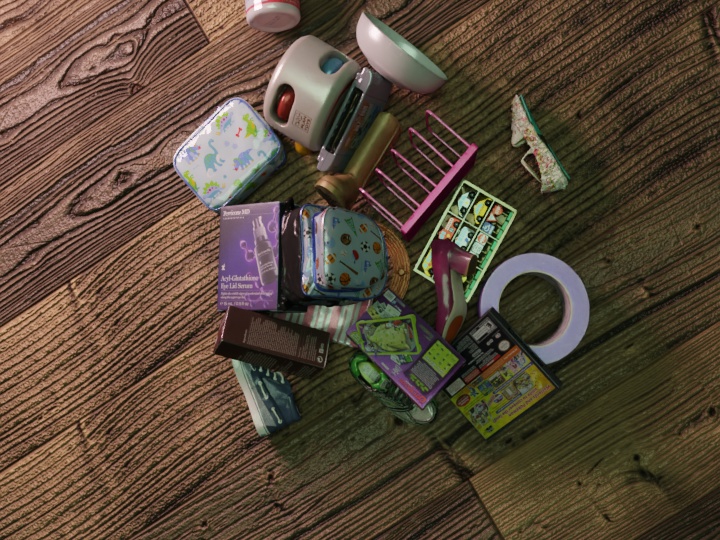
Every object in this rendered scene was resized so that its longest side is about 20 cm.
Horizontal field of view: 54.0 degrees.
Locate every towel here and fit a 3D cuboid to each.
[{"bbox_3d":[-0.076,0.057,1.362,0.196,0.030,0.149,12,90,10],"label":"towel"}]

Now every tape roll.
[{"bbox_3d":[0.318,0.072,1.312,0.196,0.085,0.205,0,87,5],"label":"tape roll"}]

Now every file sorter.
[{"bbox_3d":[0.107,-0.176,1.320,0.125,0.139,0.201,41,91,8],"label":"file sorter"}]

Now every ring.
[{"bbox_3d":[0.000,0.000,1.380,0.196,0.019,0.205,0,86,6],"label":"ring"}]

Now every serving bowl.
[{"bbox_3d":[0.066,-0.393,1.319,0.200,0.200,0.066,42,111,6],"label":"serving bowl"}]

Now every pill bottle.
[{"bbox_3d":[-0.178,-0.585,1.387,0.106,0.109,0.204,-6,87,5],"label":"pill bottle"}]

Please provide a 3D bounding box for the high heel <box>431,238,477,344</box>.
[{"bbox_3d":[0.154,0.045,1.329,0.095,0.067,0.204,26,105,36],"label":"high heel"}]

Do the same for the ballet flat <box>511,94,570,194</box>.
[{"bbox_3d":[0.325,-0.235,1.338,0.063,0.075,0.203,-30,81,19],"label":"ballet flat"}]

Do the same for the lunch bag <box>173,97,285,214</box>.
[{"bbox_3d":[-0.257,-0.226,1.386,0.200,0.082,0.161,-43,85,2],"label":"lunch bag"}]

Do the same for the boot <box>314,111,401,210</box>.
[{"bbox_3d":[-0.001,-0.209,1.309,0.066,0.175,0.202,33,87,6],"label":"boot"}]

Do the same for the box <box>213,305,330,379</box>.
[{"bbox_3d":[-0.165,0.136,1.310,0.196,0.100,0.076,16,65,-16],"label":"box"}]

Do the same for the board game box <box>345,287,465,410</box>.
[{"bbox_3d":[0.082,0.142,1.292,0.120,0.032,0.200,-42,71,-14],"label":"board game box"}]

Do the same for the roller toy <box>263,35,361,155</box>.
[{"bbox_3d":[-0.085,-0.325,1.325,0.138,0.182,0.202,31,89,6],"label":"roller toy"}]

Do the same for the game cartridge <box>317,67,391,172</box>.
[{"bbox_3d":[-0.008,-0.277,1.331,0.041,0.133,0.202,33,107,18],"label":"game cartridge"}]

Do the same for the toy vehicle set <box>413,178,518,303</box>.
[{"bbox_3d":[0.201,-0.056,1.359,0.123,0.027,0.202,29,90,6],"label":"toy vehicle set"}]

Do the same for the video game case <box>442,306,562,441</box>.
[{"bbox_3d":[0.236,0.193,1.287,0.181,0.025,0.200,47,127,7],"label":"video game case"}]

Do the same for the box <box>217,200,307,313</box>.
[{"bbox_3d":[-0.182,-0.021,1.331,0.145,0.104,0.205,-3,84,29],"label":"box"}]

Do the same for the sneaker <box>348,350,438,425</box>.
[{"bbox_3d":[0.057,0.226,1.327,0.198,0.085,0.079,32,90,6],"label":"sneaker"}]

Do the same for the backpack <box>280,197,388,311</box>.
[{"bbox_3d":[-0.038,-0.026,1.256,0.153,0.188,0.205,-6,81,48],"label":"backpack"}]

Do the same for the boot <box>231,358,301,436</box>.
[{"bbox_3d":[-0.186,0.210,1.366,0.089,0.073,0.203,-21,92,-5],"label":"boot"}]
